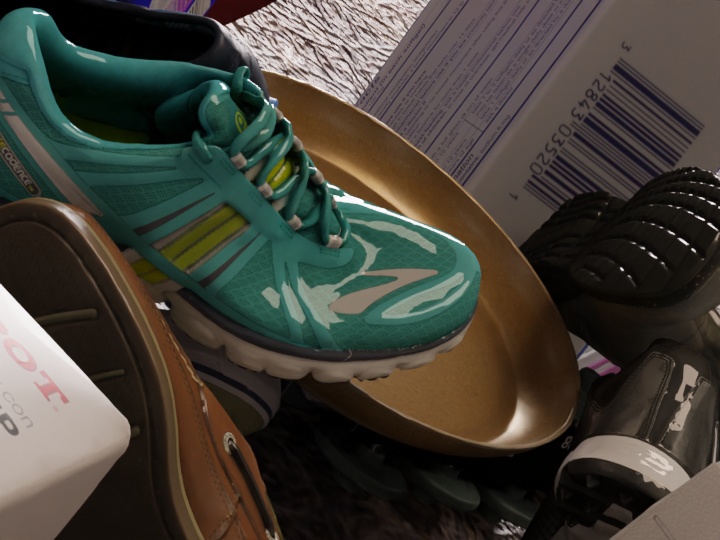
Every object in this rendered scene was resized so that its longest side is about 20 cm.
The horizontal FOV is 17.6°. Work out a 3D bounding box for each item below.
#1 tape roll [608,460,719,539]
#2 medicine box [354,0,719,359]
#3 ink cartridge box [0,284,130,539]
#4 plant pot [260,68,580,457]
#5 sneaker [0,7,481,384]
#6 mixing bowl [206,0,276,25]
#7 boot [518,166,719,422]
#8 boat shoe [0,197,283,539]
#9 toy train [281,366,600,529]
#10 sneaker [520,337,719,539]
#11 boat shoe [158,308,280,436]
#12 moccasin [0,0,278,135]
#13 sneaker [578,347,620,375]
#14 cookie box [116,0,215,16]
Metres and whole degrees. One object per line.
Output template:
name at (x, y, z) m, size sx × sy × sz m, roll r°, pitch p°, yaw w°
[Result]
tape roll at (0.123, 0.127, 0.860) m, size 0.037 × 0.203 × 0.202 m, roll 53°, pitch 22°, yaw 23°
medicine box at (0.090, -0.080, 1.151) m, size 0.103 × 0.183 × 0.200 m, roll 35°, pitch 4°, yaw -22°
ink cartridge box at (-0.179, 0.051, 0.514) m, size 0.147 × 0.145 × 0.200 m, roll 46°, pitch 20°, yaw 9°
plant pot at (0.000, 0.000, 0.902) m, size 0.199 × 0.028 × 0.201 m, roll 31°, pitch 28°, yaw -19°
sneaker at (-0.045, -0.024, 0.774) m, size 0.199 × 0.080 × 0.078 m, roll 21°, pitch 40°, yaw -17°
mixing bowl at (-0.109, -0.187, 1.159) m, size 0.200 × 0.108 × 0.200 m, roll 37°, pitch 21°, yaw -17°
boot at (0.143, 0.027, 0.971) m, size 0.131 × 0.068 × 0.200 m, roll 48°, pitch -9°, yaw -9°
boat shoe at (-0.070, 0.069, 0.746) m, size 0.201 × 0.072 × 0.068 m, roll 71°, pitch 21°, yaw -6°
toy train at (0.030, 0.046, 1.020) m, size 0.199 × 0.085 × 0.114 m, roll 19°, pitch 22°, yaw -49°
sneaker at (0.108, 0.090, 0.933) m, size 0.066 × 0.200 × 0.091 m, roll 25°, pitch 64°, yaw 8°
boat shoe at (-0.101, 0.043, 0.814) m, size 0.199 × 0.072 × 0.063 m, roll 19°, pitch 69°, yaw -51°
moccasin at (-0.127, -0.085, 0.838) m, size 0.068 × 0.198 × 0.081 m, roll 74°, pitch 23°, yaw -56°
sneaker at (0.134, 0.074, 1.175) m, size 0.089 × 0.080 × 0.200 m, roll 60°, pitch 21°, yaw -15°
cookie box at (-0.153, -0.165, 0.924) m, size 0.199 × 0.075 × 0.171 m, roll 34°, pitch -13°, yaw 3°
